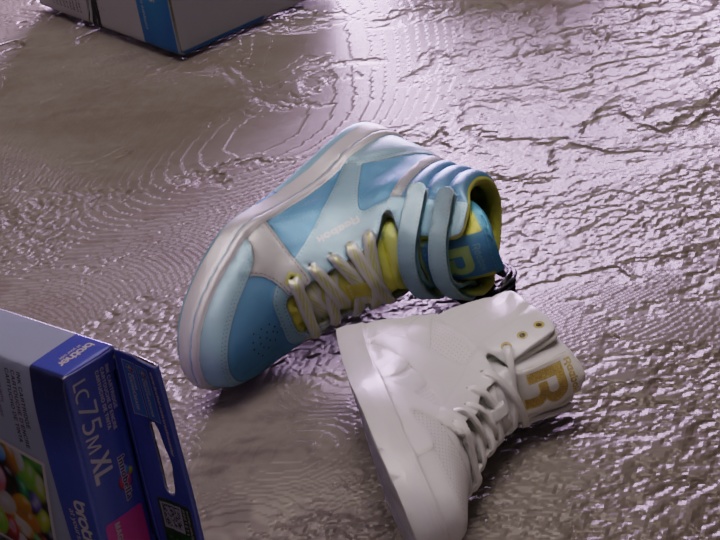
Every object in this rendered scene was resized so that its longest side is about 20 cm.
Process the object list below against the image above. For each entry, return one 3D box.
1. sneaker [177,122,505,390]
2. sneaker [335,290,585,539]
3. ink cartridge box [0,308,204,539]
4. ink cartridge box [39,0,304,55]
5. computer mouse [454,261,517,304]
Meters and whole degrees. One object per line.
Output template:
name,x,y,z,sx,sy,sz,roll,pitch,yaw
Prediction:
sneaker,0.000,0.000,1.314,0.131,0.080,0.200,18,54,36
sneaker,0.056,0.065,1.187,0.116,0.074,0.200,-15,26,-1
ink cartridge box,-0.165,0.080,1.192,0.200,0.119,0.042,13,35,38
ink cartridge box,-0.142,-0.243,1.835,0.145,0.084,0.200,-29,32,-29
computer mouse,0.011,-0.017,1.404,0.200,0.034,0.059,15,36,39
